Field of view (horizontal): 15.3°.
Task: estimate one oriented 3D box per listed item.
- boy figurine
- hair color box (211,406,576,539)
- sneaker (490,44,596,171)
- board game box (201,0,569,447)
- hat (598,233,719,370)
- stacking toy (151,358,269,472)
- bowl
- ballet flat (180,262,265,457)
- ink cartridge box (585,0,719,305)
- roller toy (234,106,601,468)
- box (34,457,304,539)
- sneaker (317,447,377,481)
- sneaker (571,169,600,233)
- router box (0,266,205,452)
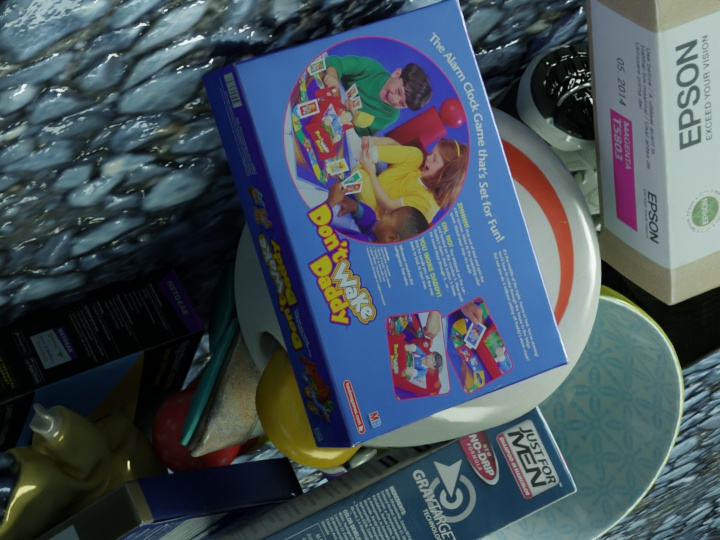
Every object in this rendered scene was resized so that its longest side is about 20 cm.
[{"bbox_3d":[-0.190,0.119,1.537,0.199,0.064,0.125,-13,142,-42],"label":"boy figurine"},{"bbox_3d":[0.017,0.142,1.536,0.199,0.061,0.100,-27,-176,-5],"label":"hair color box"},{"bbox_3d":[0.148,-0.096,1.612,0.200,0.074,0.079,-2,161,-45],"label":"sneaker"},{"bbox_3d":[0.014,-0.025,1.372,0.134,0.201,0.045,-19,-176,-25],"label":"board game box"},{"bbox_3d":[0.218,-0.030,1.807,0.200,0.201,0.081,-33,129,19],"label":"hat"},{"bbox_3d":[-0.070,0.080,1.650,0.085,0.086,0.200,-35,-178,23],"label":"stacking toy"},{"bbox_3d":[0.090,0.075,1.666,0.199,0.108,0.201,-10,122,-17],"label":"bowl"},{"bbox_3d":[-0.058,0.053,1.555,0.200,0.067,0.068,-81,-164,-61],"label":"ballet flat"},{"bbox_3d":[0.214,-0.102,1.501,0.164,0.075,0.201,-22,125,-22],"label":"ink cartridge box"},{"bbox_3d":[0.028,0.007,1.485,0.182,0.201,0.140,0,170,-25],"label":"roller toy"},{"bbox_3d":[-0.117,0.154,1.576,0.121,0.033,0.200,-33,163,28],"label":"box"},{"bbox_3d":[0.019,0.126,1.763,0.080,0.084,0.200,-23,176,9],"label":"sneaker"},{"bbox_3d":[0.124,-0.053,1.698,0.200,0.075,0.081,-23,156,-41],"label":"sneaker"},{"bbox_3d":[-0.186,0.083,1.635,0.149,0.051,0.200,-20,160,-23],"label":"router box"}]
